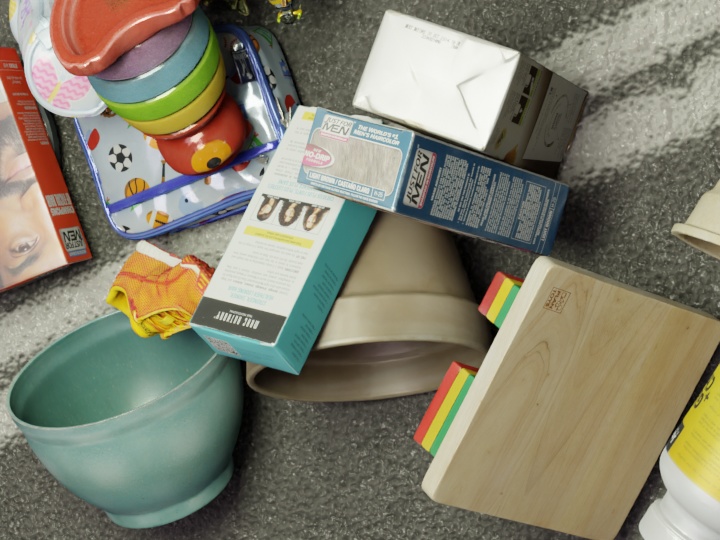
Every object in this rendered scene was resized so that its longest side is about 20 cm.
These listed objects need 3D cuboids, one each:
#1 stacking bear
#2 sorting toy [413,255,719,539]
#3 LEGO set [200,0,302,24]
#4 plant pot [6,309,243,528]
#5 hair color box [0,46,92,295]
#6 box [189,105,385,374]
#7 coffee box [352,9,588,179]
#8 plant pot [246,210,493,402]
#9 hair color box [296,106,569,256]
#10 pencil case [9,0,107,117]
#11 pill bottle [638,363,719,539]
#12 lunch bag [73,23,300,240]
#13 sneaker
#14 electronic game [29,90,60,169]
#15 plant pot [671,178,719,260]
[{"bbox_3d":[-0.153,-0.151,1.624,0.121,0.200,0.114,-32,47,-1],"label":"stacking bear"},{"bbox_3d":[0.154,0.093,1.590,0.070,0.198,0.201,40,108,51],"label":"sorting toy"},{"bbox_3d":[-0.107,-0.245,1.701,0.199,0.116,0.155,-14,52,18],"label":"LEGO set"},{"bbox_3d":[-0.183,0.131,1.741,0.199,0.201,0.135,-8,118,23],"label":"plant pot"},{"bbox_3d":[-0.326,-0.083,1.806,0.110,0.064,0.201,-21,90,15],"label":"hair color box"},{"bbox_3d":[-0.046,-0.025,1.560,0.082,0.049,0.201,13,67,33],"label":"box"},{"bbox_3d":[0.089,-0.132,1.584,0.114,0.200,0.080,22,94,22],"label":"coffee box"},{"bbox_3d":[0.000,0.000,1.655,0.199,0.200,0.175,-14,72,23],"label":"plant pot"},{"bbox_3d":[0.056,-0.064,1.527,0.100,0.199,0.061,17,92,41],"label":"hair color box"},{"bbox_3d":[-0.250,-0.197,1.733,0.083,0.200,0.091,-19,116,-6],"label":"pencil case"},{"bbox_3d":[0.297,0.136,1.562,0.112,0.112,0.201,36,106,17],"label":"pill bottle"},{"bbox_3d":[-0.139,-0.115,1.757,0.199,0.075,0.161,-19,88,24],"label":"lunch bag"},{"bbox_3d":[-0.147,0.027,1.696,0.073,0.200,0.077,34,79,-24],"label":"sneaker"},{"bbox_3d":[-0.360,-0.100,1.869,0.199,0.042,0.202,2,94,23],"label":"electronic game"},{"bbox_3d":[0.353,-0.073,1.497,0.199,0.200,0.185,23,91,20],"label":"plant pot"}]
